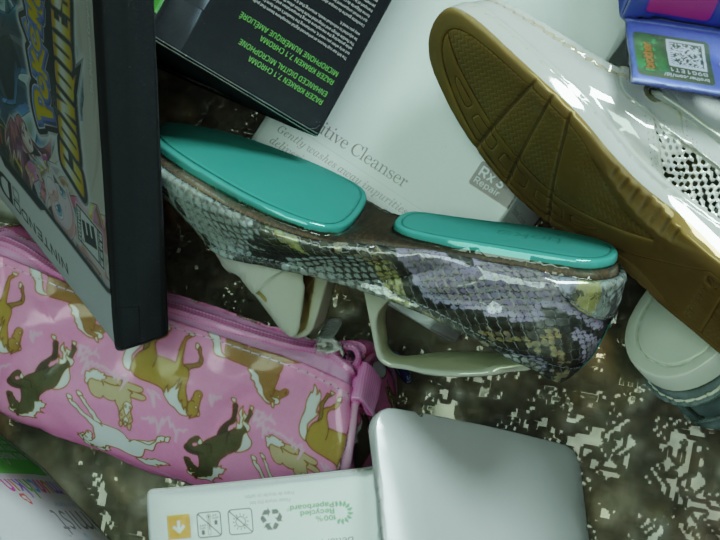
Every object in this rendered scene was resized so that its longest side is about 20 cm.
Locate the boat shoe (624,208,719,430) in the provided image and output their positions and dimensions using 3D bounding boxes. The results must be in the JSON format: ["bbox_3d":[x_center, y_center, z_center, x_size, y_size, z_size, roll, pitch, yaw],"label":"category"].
[{"bbox_3d":[0.191,-0.017,0.862,0.200,0.062,0.073,-46,40,-8],"label":"boat shoe"}]

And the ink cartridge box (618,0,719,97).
[{"bbox_3d":[0.158,-0.146,0.821,0.119,0.042,0.200,8,51,-7],"label":"ink cartridge box"}]

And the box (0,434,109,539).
[{"bbox_3d":[-0.213,0.150,0.851,0.097,0.200,0.177,40,93,15],"label":"box"}]

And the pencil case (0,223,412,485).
[{"bbox_3d":[-0.083,0.044,0.896,0.200,0.083,0.087,16,87,15],"label":"pencil case"}]

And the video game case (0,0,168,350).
[{"bbox_3d":[-0.130,-0.096,0.834,0.025,0.200,0.181,-19,41,-24],"label":"video game case"}]

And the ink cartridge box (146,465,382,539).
[{"bbox_3d":[-0.028,0.180,0.813,0.094,0.037,0.201,-6,79,10],"label":"ink cartridge box"}]

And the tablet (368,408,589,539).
[{"bbox_3d":[0.059,0.157,0.813,0.014,0.130,0.201,-24,63,37],"label":"tablet"}]

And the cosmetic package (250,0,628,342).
[{"bbox_3d":[0.046,-0.083,0.883,0.113,0.081,0.200,32,92,12],"label":"cosmetic package"}]

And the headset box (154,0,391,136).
[{"bbox_3d":[-0.050,-0.166,0.867,0.174,0.093,0.200,29,91,56],"label":"headset box"}]

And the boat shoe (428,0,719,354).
[{"bbox_3d":[0.114,-0.041,0.807,0.200,0.071,0.069,43,65,7],"label":"boat shoe"}]

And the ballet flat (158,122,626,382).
[{"bbox_3d":[0.000,0.000,0.812,0.200,0.072,0.072,17,86,13],"label":"ballet flat"}]
